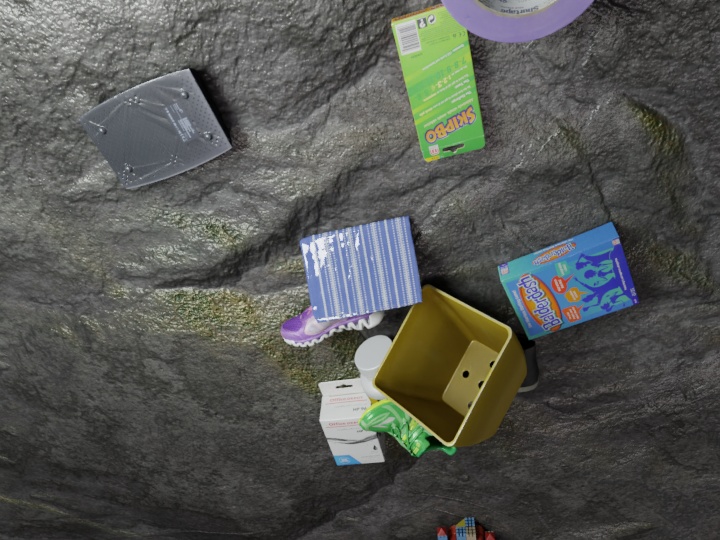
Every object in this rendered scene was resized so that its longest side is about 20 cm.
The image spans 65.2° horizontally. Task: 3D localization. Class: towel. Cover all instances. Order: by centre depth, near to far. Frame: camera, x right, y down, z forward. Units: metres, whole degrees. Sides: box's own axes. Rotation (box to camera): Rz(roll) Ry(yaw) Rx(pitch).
[{"bbox_3d":[0.000,0.000,0.945,0.194,0.024,0.149,-10,94,12],"label":"towel"}]

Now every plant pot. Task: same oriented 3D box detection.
[{"bbox_3d":[0.175,0.178,0.974,0.175,0.198,0.204,31,88,-44],"label":"plant pot"}]

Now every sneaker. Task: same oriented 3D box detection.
[{"bbox_3d":[-0.058,0.069,1.011,0.195,0.081,0.090,-18,119,11],"label":"sneaker"},{"bbox_3d":[0.093,0.286,1.017,0.194,0.085,0.075,11,131,-10],"label":"sneaker"},{"bbox_3d":[0.242,0.184,1.083,0.194,0.076,0.109,-13,122,2],"label":"sneaker"}]

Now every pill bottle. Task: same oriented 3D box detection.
[{"bbox_3d":[0.065,0.224,1.094,0.109,0.113,0.202,-19,124,18],"label":"pill bottle"}]

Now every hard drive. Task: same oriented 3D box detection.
[{"bbox_3d":[-0.296,-0.209,0.829,0.195,0.043,0.137,-16,125,16],"label":"hard drive"}]

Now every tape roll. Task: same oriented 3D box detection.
[{"bbox_3d":[0.176,-0.365,0.614,0.194,0.087,0.202,7,144,5],"label":"tape roll"}]

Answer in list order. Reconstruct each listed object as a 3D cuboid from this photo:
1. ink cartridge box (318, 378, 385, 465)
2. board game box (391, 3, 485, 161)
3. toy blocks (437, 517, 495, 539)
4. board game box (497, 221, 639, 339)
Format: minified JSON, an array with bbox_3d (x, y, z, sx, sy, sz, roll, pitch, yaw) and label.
[{"bbox_3d":[-0.019,0.327,1.207,0.112,0.069,0.204,-8,126,10],"label":"ink cartridge box"},{"bbox_3d":[0.111,-0.253,0.775,0.093,0.030,0.204,-11,124,13],"label":"board game box"},{"bbox_3d":[0.280,0.714,1.480,0.193,0.101,0.140,-5,117,9],"label":"toy blocks"},{"bbox_3d":[0.353,0.024,0.960,0.196,0.046,0.153,-23,123,21],"label":"board game box"}]
